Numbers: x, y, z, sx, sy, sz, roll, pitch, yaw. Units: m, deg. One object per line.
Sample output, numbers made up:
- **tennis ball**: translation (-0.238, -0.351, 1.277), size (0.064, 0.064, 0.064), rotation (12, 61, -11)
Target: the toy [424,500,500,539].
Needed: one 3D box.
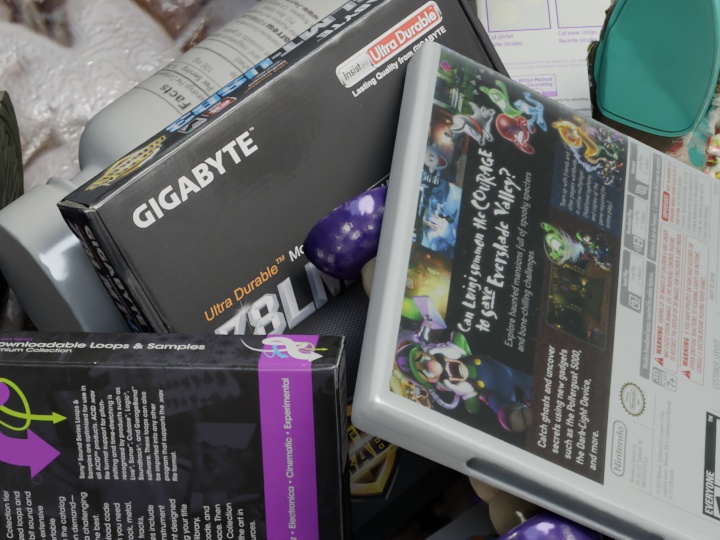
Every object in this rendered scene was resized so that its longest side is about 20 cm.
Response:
- **toy**: translation (0.075, 0.151, 0.987), size (0.115, 0.047, 0.200), rotation (40, 36, 16)

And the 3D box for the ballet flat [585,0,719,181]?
- **ballet flat**: translation (0.139, -0.070, 1.084), size (0.075, 0.201, 0.064), rotation (29, 43, 23)

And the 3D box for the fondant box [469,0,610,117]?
- **fondant box**: translation (0.125, -0.139, 1.194), size (0.143, 0.058, 0.201), rotation (-2, 61, -1)

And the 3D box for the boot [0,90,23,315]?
- **boot**: translation (-0.266, -0.011, 1.120), size (0.198, 0.073, 0.183), rotation (3, 58, 9)

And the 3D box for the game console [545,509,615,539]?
- **game console**: translation (0.192, 0.145, 0.986), size (0.176, 0.031, 0.201), rotation (-24, 68, -23)

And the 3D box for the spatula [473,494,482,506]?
- **spatula**: translation (0.048, 0.153, 1.044), size (0.056, 0.021, 0.201), rotation (32, 67, 0)

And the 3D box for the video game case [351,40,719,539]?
- **video game case**: translation (0.090, 0.015, 0.977), size (0.181, 0.023, 0.201), rotation (24, 47, -16)

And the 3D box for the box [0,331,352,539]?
- **box**: translation (-0.103, 0.096, 1.004), size (0.198, 0.144, 0.036), rotation (1, 23, 5)

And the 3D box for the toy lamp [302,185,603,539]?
- **toy lamp**: translation (0.042, 0.062, 0.963), size (0.058, 0.058, 0.201), rotation (-25, 68, -14)

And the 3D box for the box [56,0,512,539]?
- **box**: translation (0.000, 0.000, 1.050), size (0.199, 0.050, 0.199), rotation (-36, 110, -19)

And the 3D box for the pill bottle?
- **pill bottle**: translation (-0.066, -0.041, 1.103), size (0.199, 0.115, 0.114), rotation (-36, 66, -19)
